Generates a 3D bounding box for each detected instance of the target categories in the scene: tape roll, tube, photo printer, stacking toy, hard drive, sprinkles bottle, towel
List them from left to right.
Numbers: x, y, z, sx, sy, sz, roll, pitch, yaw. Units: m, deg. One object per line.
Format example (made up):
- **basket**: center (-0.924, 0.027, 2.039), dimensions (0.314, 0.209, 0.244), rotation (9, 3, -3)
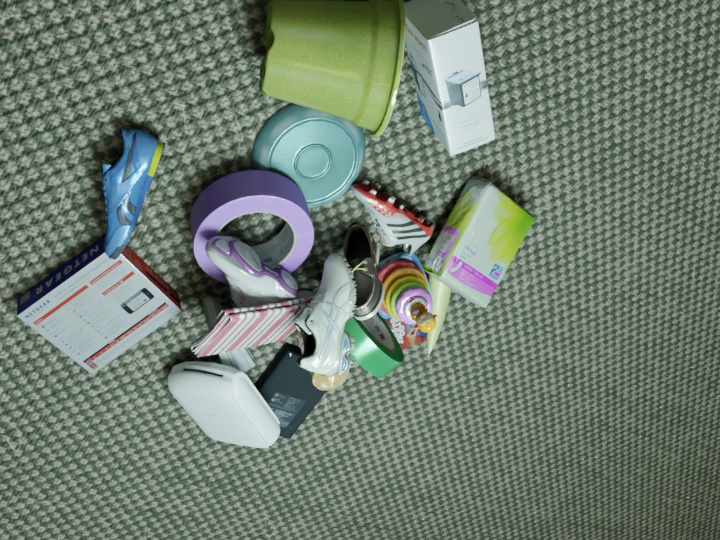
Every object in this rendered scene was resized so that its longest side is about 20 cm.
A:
- **photo printer**: center (-0.257, 0.246, 1.465), dimensions (0.164, 0.070, 0.201), rotation (3, 138, 29)
- **tape roll**: center (-0.178, -0.066, 1.294), dimensions (0.197, 0.066, 0.202), rotation (-10, 138, -9)
- **towel**: center (-0.173, 0.089, 1.315), dimensions (0.198, 0.030, 0.146), rotation (-8, 156, -42)
- **hard drive**: center (-0.144, 0.246, 1.583), dimensions (0.138, 0.033, 0.201), rotation (24, 113, -34)
- **sprinkles bottle**: center (-0.081, 0.122, 1.405), dimensions (0.067, 0.201, 0.069), rotation (-12, 130, -14)
- **tape roll**: center (-0.001, 0.100, 1.422), dimensions (0.048, 0.201, 0.200), rotation (-39, 130, 10)
- **stacking toy**: center (0.089, 0.058, 1.405), dimensions (0.115, 0.200, 0.111), rotation (-28, 117, -3)
- **tube**: center (0.150, 0.066, 1.543), dimensions (0.057, 0.052, 0.203), rotation (-15, 123, -29)

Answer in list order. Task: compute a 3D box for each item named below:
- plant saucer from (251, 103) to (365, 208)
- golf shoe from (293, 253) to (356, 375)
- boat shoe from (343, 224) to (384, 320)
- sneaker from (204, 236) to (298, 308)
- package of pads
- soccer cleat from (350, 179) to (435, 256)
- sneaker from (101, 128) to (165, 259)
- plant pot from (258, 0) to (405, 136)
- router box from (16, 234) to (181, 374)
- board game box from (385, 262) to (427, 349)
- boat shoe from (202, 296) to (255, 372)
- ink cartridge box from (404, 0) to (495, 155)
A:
- **plant saucer**: center (-0.081, -0.183, 1.294), dimensions (0.197, 0.028, 0.203), rotation (-11, 128, -14)
- **golf shoe**: center (-0.061, 0.068, 1.280), dimensions (0.096, 0.204, 0.078), rotation (6, 167, -26)
- **boat shoe**: center (0.000, 0.000, 1.354), dimensions (0.071, 0.202, 0.060), rotation (-17, 128, 16)
- **sneaker**: center (-0.188, 0.019, 1.273), dimensions (0.099, 0.076, 0.200), rotation (-34, 137, 17)
- **package of pads**: center (0.217, -0.053, 1.453), dimensions (0.154, 0.068, 0.202), rotation (30, 89, -37)
- **soccer cleat**: center (0.049, -0.089, 1.392), dimensions (0.199, 0.069, 0.086), rotation (26, 108, -40)
- **sneaker**: center (-0.364, -0.118, 1.190), dimensions (0.077, 0.066, 0.203), rotation (18, 104, -23)
- **plant pot**: center (-0.049, -0.307, 1.124), dimensions (0.181, 0.202, 0.203), rotation (6, 123, -13)
- **router box**: center (-0.433, 0.057, 1.313), dimensions (0.199, 0.049, 0.180), rotation (-34, 130, 4)
- **board game box**: center (0.086, 0.076, 1.561), dimensions (0.101, 0.020, 0.202), rotation (-19, 130, -7)
- **boat shoe**: center (-0.235, 0.114, 1.430), dimensions (0.071, 0.070, 0.203), rotation (-21, 136, -12)
- **ink cartridge box**: center (0.134, -0.306, 1.211), dimensions (0.085, 0.147, 0.202), rotation (-22, 130, -2)
